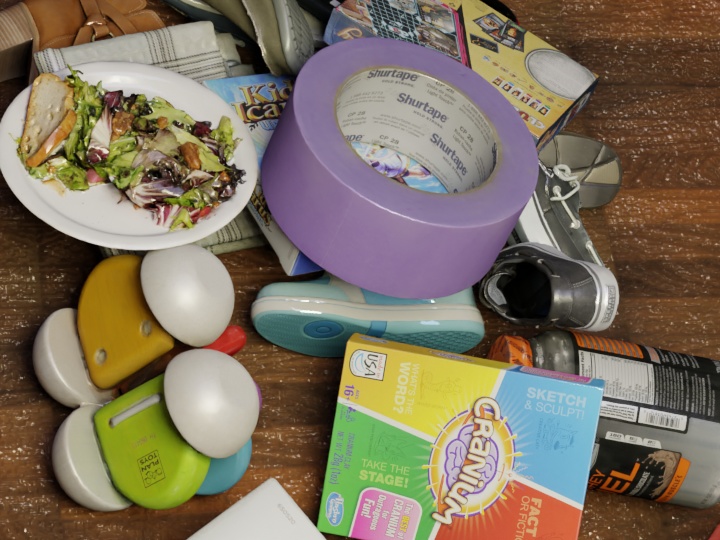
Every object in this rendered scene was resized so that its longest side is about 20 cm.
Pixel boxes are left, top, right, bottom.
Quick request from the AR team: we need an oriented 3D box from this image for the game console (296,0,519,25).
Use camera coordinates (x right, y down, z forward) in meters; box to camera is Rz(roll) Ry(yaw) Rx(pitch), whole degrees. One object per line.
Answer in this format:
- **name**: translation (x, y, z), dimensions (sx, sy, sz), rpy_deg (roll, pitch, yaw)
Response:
- **game console**: translation (0.028, -0.231, 1.865), dimensions (0.200, 0.031, 0.177), rpy_deg (35, 39, 13)

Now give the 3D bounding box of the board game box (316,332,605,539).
- **board game box**: translation (0.077, 0.141, 1.649), dimensions (0.199, 0.040, 0.154), rpy_deg (10, 98, 6)

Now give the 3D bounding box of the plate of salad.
- **plate of salad**: translation (-0.175, -0.096, 1.634), dimensions (0.199, 0.048, 0.201), rpy_deg (7, 46, -8)

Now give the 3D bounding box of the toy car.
- **toy car**: translation (-0.143, 0.087, 1.638), dimensions (0.150, 0.175, 0.201), rpy_deg (17, 51, -51)

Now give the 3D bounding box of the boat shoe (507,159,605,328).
- **boat shoe**: translation (0.155, -0.054, 1.801), dimensions (0.068, 0.074, 0.200), rpy_deg (-27, 92, -16)

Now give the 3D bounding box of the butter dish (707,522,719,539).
- **butter dish**: translation (0.315, 0.303, 1.660), dimensions (0.199, 0.148, 0.200), rpy_deg (43, 19, 9)

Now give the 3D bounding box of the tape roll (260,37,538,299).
- **tape roll**: translation (0.030, -0.080, 1.649), dimensions (0.199, 0.085, 0.200), rpy_deg (14, 45, -15)

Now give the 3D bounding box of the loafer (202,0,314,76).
- **loafer**: translation (-0.097, -0.230, 1.774), dimensions (0.069, 0.075, 0.200), rpy_deg (-28, 57, 6)

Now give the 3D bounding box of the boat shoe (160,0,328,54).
- **boat shoe**: translation (-0.116, -0.227, 1.844), dimensions (0.199, 0.062, 0.075), rpy_deg (16, 51, -13)

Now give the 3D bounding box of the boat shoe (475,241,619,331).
- **boat shoe**: translation (0.131, 0.016, 1.715), dimensions (0.066, 0.200, 0.070), rpy_deg (3, 97, -23)

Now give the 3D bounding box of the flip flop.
- **flip flop**: translation (0.130, -0.106, 1.857), dimensions (0.199, 0.058, 0.081), rpy_deg (16, 96, -11)

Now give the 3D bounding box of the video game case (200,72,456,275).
- **video game case**: translation (-0.010, -0.089, 1.734), dimensions (0.199, 0.046, 0.182), rpy_deg (-10, 51, -33)

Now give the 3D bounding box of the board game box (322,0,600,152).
- **board game box**: translation (0.084, -0.176, 1.779), dimensions (0.200, 0.035, 0.135), rpy_deg (34, 38, 10)

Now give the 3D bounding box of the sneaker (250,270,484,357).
- **sneaker**: translation (0.000, 0.000, 1.755), dimensions (0.199, 0.080, 0.131), rpy_deg (6, 64, -25)

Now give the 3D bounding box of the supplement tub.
- **supplement tub**: translation (0.199, 0.117, 1.726), dimensions (0.199, 0.123, 0.123), rpy_deg (11, 61, -10)

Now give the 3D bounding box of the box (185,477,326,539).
- **box**: translation (-0.087, 0.296, 1.542), dimensions (0.199, 0.131, 0.200), rpy_deg (-35, 78, -29)

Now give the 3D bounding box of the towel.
- **towel**: translation (-0.149, -0.103, 1.740), dimensions (0.200, 0.035, 0.193), rpy_deg (-13, 79, -40)

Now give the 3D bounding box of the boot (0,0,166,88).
- **boot**: translation (-0.218, -0.148, 1.777), dimensions (0.155, 0.077, 0.200), rpy_deg (-22, 64, -29)
